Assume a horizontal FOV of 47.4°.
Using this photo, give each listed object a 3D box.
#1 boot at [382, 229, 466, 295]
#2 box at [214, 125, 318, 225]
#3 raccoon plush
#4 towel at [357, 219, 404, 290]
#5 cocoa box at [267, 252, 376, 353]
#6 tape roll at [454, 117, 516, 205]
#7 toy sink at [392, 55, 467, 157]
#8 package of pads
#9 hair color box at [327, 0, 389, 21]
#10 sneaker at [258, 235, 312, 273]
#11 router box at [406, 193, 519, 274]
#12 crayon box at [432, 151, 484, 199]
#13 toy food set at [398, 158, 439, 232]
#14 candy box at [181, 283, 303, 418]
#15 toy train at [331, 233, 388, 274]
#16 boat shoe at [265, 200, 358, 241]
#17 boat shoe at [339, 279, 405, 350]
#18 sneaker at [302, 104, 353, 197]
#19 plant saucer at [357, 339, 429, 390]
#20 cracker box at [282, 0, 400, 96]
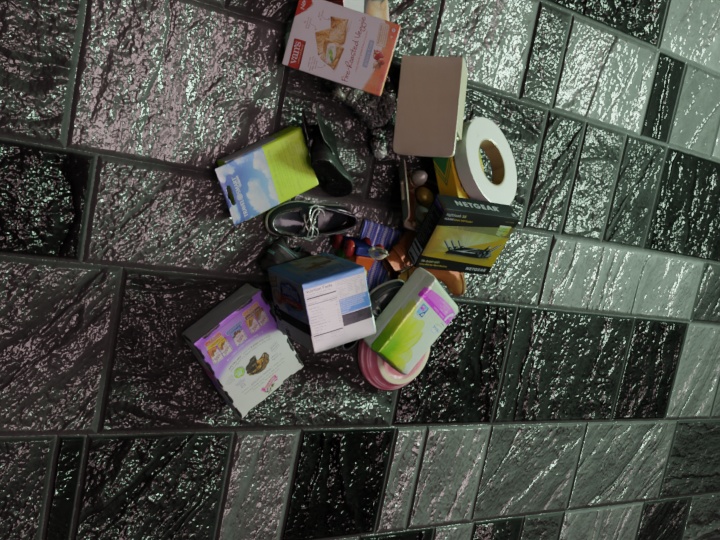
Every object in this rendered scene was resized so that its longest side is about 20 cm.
[{"bbox_3d":[0.139,0.005,1.821,0.154,0.073,0.202,-38,105,-24],"label":"boot"},{"bbox_3d":[-0.186,-0.184,1.582,0.198,0.047,0.124,-30,117,-25],"label":"box"},{"bbox_3d":[-0.002,-0.313,1.654,0.132,0.097,0.204,-13,110,-23],"label":"raccoon plush"},{"bbox_3d":[0.065,-0.018,1.817,0.198,0.024,0.147,17,92,-37],"label":"towel"},{"bbox_3d":[-0.077,0.054,1.543,0.131,0.199,0.134,-16,105,-22],"label":"cocoa box"},{"bbox_3d":[0.274,-0.233,1.794,0.201,0.037,0.206,19,64,-44],"label":"tape roll"},{"bbox_3d":[0.146,-0.327,1.688,0.112,0.128,0.204,16,79,-77],"label":"toy sink"},{"bbox_3d":[0.111,0.113,1.762,0.201,0.068,0.155,-50,142,-4],"label":"package of pads"},{"bbox_3d":[-0.007,-0.551,1.600,0.110,0.064,0.204,-17,113,-30],"label":"hair color box"},{"bbox_3d":[-0.111,0.002,1.668,0.199,0.075,0.080,31,82,-37],"label":"sneaker"},{"bbox_3d":[0.218,-0.073,1.744,0.197,0.053,0.159,5,129,-29],"label":"router box"},{"bbox_3d":[0.218,-0.215,1.790,0.126,0.050,0.204,-5,82,-49],"label":"crayon box"},{"bbox_3d":[0.165,-0.149,1.784,0.198,0.060,0.146,17,57,-36],"label":"toy food set"},{"bbox_3d":[-0.231,0.159,1.628,0.167,0.071,0.202,-38,120,-21],"label":"candy box"},{"bbox_3d":[0.000,0.000,1.665,0.083,0.200,0.118,7,101,-24],"label":"toy train"},{"bbox_3d":[-0.096,-0.098,1.658,0.197,0.062,0.076,0,103,-35],"label":"boat shoe"},{"bbox_3d":[0.026,0.099,1.762,0.199,0.062,0.073,-37,125,1],"label":"boat shoe"},{"bbox_3d":[-0.065,-0.233,1.637,0.200,0.059,0.106,50,29,-63],"label":"sneaker"},{"bbox_3d":[0.087,0.179,1.868,0.198,0.051,0.204,-11,109,-33],"label":"plant saucer"},{"bbox_3d":[-0.036,-0.424,1.548,0.197,0.058,0.136,17,101,0],"label":"cracker box"}]
